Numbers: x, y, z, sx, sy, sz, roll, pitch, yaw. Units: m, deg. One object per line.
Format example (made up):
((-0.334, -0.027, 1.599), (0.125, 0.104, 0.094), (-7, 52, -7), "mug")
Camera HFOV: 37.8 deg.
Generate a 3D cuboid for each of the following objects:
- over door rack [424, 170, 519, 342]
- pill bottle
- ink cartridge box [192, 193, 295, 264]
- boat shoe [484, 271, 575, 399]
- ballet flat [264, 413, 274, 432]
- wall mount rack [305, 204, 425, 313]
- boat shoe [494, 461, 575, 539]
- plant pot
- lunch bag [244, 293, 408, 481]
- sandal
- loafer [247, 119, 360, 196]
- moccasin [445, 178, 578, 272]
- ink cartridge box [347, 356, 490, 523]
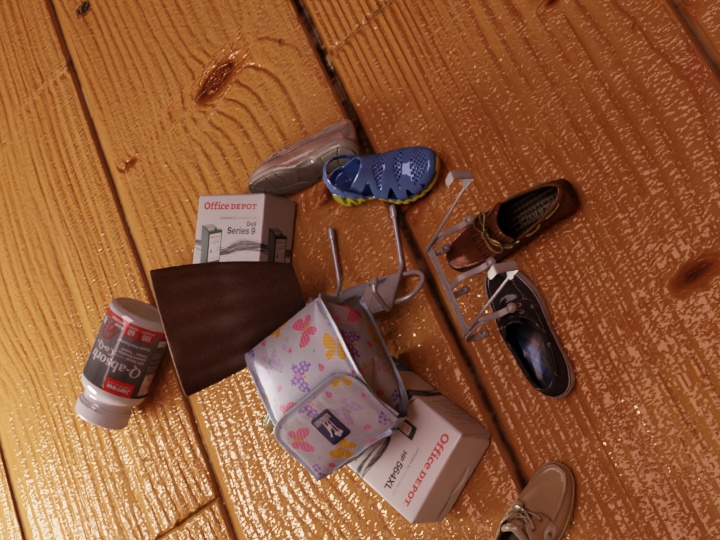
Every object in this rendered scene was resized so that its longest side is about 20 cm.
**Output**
((0.148, -0.016, 1.331), (0.201, 0.066, 0.149), (103, 148, -61), "over door rack")
((-0.401, 0.158, 1.774), (0.115, 0.115, 0.202), (29, 100, 34), "pill bottle")
((-0.189, -0.018, 1.669), (0.145, 0.084, 0.203), (1, 84, 35), "ink cartridge box")
((0.212, 0.077, 1.381), (0.070, 0.066, 0.202), (-34, 65, 26), "boat shoe")
((-0.075, 0.174, 1.575), (0.071, 0.070, 0.201), (39, 105, 33), "ballet flat")
((0.000, 0.000, 1.543), (0.198, 0.075, 0.175), (-17, 35, 29), "wall mount rack")
((0.207, 0.328, 1.319), (0.072, 0.065, 0.201), (23, 75, 33), "boat shoe")
((-0.182, 0.061, 1.516), (0.198, 0.187, 0.189), (-17, 69, -8), "plant pot")
((-0.042, 0.156, 1.415), (0.169, 0.127, 0.202), (-37, 69, 29), "lunch bag")
((0.023, -0.140, 1.536), (0.198, 0.087, 0.080), (-11, 70, 32), "sandal")
((-0.088, -0.173, 1.640), (0.198, 0.072, 0.064), (-19, 55, 25), "loafer")
((0.195, -0.058, 1.406), (0.200, 0.077, 0.074), (-25, 72, 32), "moccasin")
((0.059, 0.230, 1.456), (0.199, 0.084, 0.147), (35, 103, 35), "ink cartridge box")
